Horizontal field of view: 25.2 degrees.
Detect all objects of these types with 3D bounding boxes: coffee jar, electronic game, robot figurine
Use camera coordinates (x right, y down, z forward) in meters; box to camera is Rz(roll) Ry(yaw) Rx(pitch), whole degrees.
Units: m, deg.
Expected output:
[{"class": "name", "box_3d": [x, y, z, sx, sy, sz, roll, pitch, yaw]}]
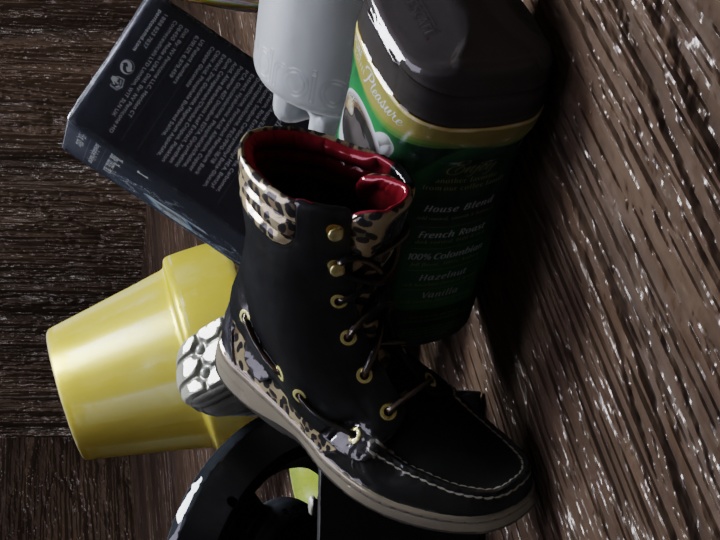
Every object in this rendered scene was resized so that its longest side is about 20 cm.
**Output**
[{"class": "coffee jar", "box_3d": [0.033, -0.061, 0.835, 0.200, 0.085, 0.105, 105, 149, -45]}, {"class": "electronic game", "box_3d": [-0.055, 0.187, 1.053, 0.041, 0.200, 0.201, 13, 105, 39]}, {"class": "robot figurine", "box_3d": [-0.003, -0.171, 0.972, 0.169, 0.113, 0.201, 38, 134, 36]}]

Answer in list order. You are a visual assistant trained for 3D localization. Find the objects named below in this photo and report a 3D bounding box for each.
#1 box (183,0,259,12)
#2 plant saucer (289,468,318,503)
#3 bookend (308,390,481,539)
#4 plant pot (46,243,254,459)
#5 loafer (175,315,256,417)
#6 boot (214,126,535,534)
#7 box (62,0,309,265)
[{"class": "box", "box_3d": [-0.077, -0.238, 1.133, 0.200, 0.112, 0.102, -11, -74, -69]}, {"class": "plant saucer", "box_3d": [-0.030, 0.092, 1.271, 0.200, 0.031, 0.201, -179, 90, -77]}, {"class": "bookend", "box_3d": [0.002, 0.173, 0.959, 0.199, 0.092, 0.201, 156, 116, -77]}, {"class": "plant pot", "box_3d": [-0.189, 0.092, 1.528, 0.201, 0.188, 0.202, 163, 90, -84]}, {"class": "loafer", "box_3d": [-0.023, 0.037, 0.985, 0.199, 0.070, 0.070, -24, 57, 27]}, {"class": "boot", "box_3d": [0.006, 0.028, 0.790, 0.200, 0.073, 0.151, 33, 134, 34]}, {"class": "box", "box_3d": [-0.116, -0.096, 1.235, 0.118, 0.200, 0.197, -58, 9, -7]}]
